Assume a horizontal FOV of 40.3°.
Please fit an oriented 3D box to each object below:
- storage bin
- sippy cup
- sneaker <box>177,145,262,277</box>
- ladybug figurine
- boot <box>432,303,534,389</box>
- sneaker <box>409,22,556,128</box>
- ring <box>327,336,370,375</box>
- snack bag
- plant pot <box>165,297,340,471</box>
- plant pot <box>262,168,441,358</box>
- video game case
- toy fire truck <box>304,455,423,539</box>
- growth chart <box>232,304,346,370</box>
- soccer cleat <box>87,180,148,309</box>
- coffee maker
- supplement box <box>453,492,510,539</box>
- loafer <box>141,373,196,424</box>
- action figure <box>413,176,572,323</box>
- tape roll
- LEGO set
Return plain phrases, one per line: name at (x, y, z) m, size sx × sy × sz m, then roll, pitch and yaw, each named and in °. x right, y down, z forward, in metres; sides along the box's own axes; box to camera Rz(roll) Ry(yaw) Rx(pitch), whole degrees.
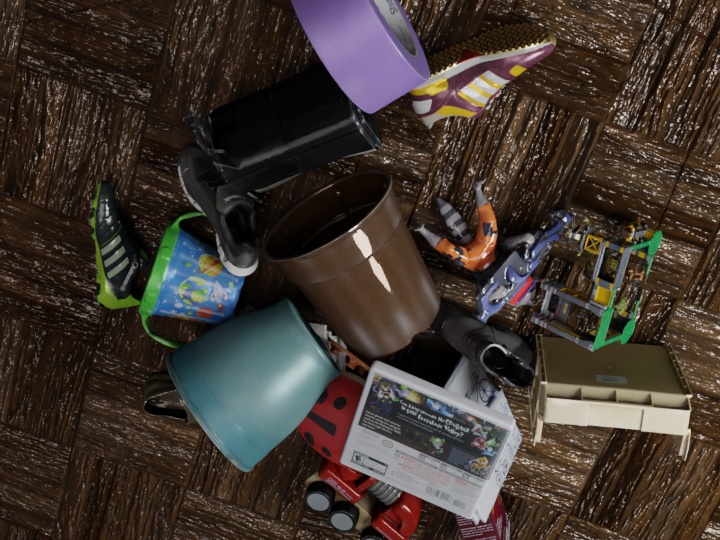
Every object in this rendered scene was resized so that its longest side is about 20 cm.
storage bin at (0.339, 0.173, 1.354) m, size 0.199 × 0.199 × 0.094 m, roll 5°, pitch 110°, yaw 6°
sippy cup at (-0.238, 0.016, 1.413) m, size 0.130 × 0.140 × 0.178 m, roll 18°, pitch 130°, yaw -12°
sneaker at (-0.186, -0.095, 1.350) m, size 0.201 × 0.066 × 0.090 m, roll 63°, pitch 150°, yaw 8°
ladybug figurine at (-0.033, 0.219, 1.436) m, size 0.199 × 0.072 × 0.137 m, roll 22°, pitch 105°, yaw 37°
boot at (0.196, 0.125, 1.352) m, size 0.199 × 0.132 × 0.070 m, roll 22°, pitch 101°, yaw -39°
sneaker at (0.161, -0.251, 1.275) m, size 0.199 × 0.075 × 0.090 m, roll -15°, pitch 127°, yaw 14°
ring at (0.029, 0.161, 1.400) m, size 0.200 × 0.200 × 0.019 m, roll 37°, pitch 85°, yaw -8°
snack bag at (0.167, 0.226, 1.408) m, size 0.021 × 0.189 × 0.201 m, roll -11°, pitch 115°, yaw 35°
plant pot at (-0.138, 0.145, 1.379) m, size 0.188 × 0.200 × 0.201 m, roll -36°, pitch 105°, yaw -2°
plant pot at (0.000, 0.000, 1.341) m, size 0.199 × 0.201 × 0.199 m, roll -24°, pitch 115°, yaw 17°
video game case at (0.085, 0.229, 1.314) m, size 0.199 × 0.023 × 0.183 m, roll 22°, pitch 124°, yaw 8°
toy fire truck at (0.040, 0.313, 1.512) m, size 0.176 × 0.129 × 0.200 m, roll 42°, pitch 122°, yaw -10°
growth chart at (-0.113, 0.127, 1.497) m, size 0.199 × 0.018 × 0.145 m, roll 14°, pitch 115°, yaw 2°
soccer cleat at (-0.355, -0.038, 1.444) m, size 0.081 × 0.068 × 0.201 m, roll -2°, pitch 116°, yaw -8°
coffee maker at (-0.088, -0.181, 1.268) m, size 0.199 × 0.192 × 0.135 m, roll -21°, pitch 92°, yaw 14°
supplement box at (0.176, 0.345, 1.499) m, size 0.061 × 0.109 × 0.201 m, roll -14°, pitch 111°, yaw 15°
loafer at (-0.248, 0.204, 1.519) m, size 0.199 × 0.068 × 0.076 m, roll -2°, pitch 121°, yaw 13°
action figure at (0.192, -0.036, 1.359) m, size 0.200 × 0.105 × 0.194 m, roll -40°, pitch 107°, yaw -13°
tape roll at (-0.001, -0.300, 1.200) m, size 0.085 × 0.200 × 0.200 m, roll -29°, pitch 106°, yaw 18°
LEGO set at (0.311, 0.009, 1.329) m, size 0.116 × 0.153 × 0.201 m, roll 26°, pitch 123°, yaw 35°
